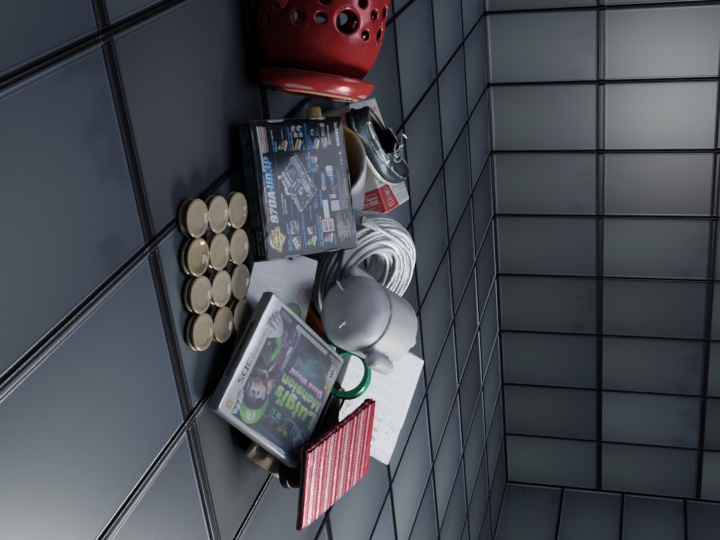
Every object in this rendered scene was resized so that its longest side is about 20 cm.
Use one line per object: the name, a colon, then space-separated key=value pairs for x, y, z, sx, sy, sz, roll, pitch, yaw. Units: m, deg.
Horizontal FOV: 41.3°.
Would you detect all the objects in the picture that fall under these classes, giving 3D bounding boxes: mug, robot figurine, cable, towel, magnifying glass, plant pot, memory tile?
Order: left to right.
memory tile: x=-0.193 y=-0.001 z=1.281 sx=0.153 sy=0.017 sz=0.202 roll=-24 pitch=115 yaw=-64
plant pot: x=-0.062 y=-0.351 z=1.418 sx=0.200 sy=0.198 sz=0.185 roll=-17 pitch=117 yaw=-72
magnifying glass: x=-0.052 y=0.125 z=1.553 sx=0.200 sy=0.079 sz=0.022 roll=53 pitch=1 yaw=33
mug: x=-0.049 y=-0.154 z=1.559 sx=0.153 sy=0.148 sz=0.188 roll=73 pitch=39 yaw=-65
towel: x=-0.037 y=0.295 z=1.477 sx=0.200 sy=0.022 sz=0.146 roll=-29 pitch=129 yaw=-54
cable: x=0.000 y=0.000 z=1.559 sx=0.199 sy=0.069 sz=0.201 roll=12 pitch=111 yaw=-48
robot figurine: x=0.013 y=0.076 z=1.463 sx=0.200 sy=0.112 sz=0.171 roll=30 pitch=38 yaw=-57

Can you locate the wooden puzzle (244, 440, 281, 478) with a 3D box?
wooden puzzle: x=-0.130 y=0.212 z=1.499 sx=0.185 sy=0.046 sz=0.202 roll=57 pitch=42 yaw=-61

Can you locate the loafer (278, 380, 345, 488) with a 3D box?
loafer: x=-0.061 y=0.267 z=1.524 sx=0.073 sy=0.071 sz=0.201 roll=77 pitch=32 yaw=-49

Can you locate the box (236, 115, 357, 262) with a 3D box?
box: x=-0.090 y=-0.121 z=1.394 sx=0.158 sy=0.046 sz=0.202 roll=-10 pitch=94 yaw=-33

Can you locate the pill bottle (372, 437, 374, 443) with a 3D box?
pill bottle: x=0.000 y=0.219 z=1.753 sx=0.114 sy=0.113 sz=0.202 roll=57 pitch=44 yaw=-62

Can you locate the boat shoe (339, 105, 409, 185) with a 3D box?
boat shoe: x=0.038 y=-0.214 z=1.622 sx=0.200 sy=0.061 sz=0.076 roll=45 pitch=37 yaw=-45

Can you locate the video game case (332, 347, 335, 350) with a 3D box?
video game case: x=-0.052 y=0.138 z=1.684 sx=0.182 sy=0.023 sz=0.202 roll=101 pitch=1 yaw=-57

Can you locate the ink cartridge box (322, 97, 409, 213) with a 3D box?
ink cartridge box: x=0.002 y=-0.200 z=1.715 sx=0.202 sy=0.083 sz=0.144 roll=70 pitch=23 yaw=-7

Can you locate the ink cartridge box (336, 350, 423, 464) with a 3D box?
ink cartridge box: x=0.016 y=0.214 z=1.671 sx=0.162 sy=0.050 sz=0.202 roll=33 pitch=70 yaw=-30

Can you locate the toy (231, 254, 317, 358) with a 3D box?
toy: x=-0.138 y=0.068 z=1.415 sx=0.115 sy=0.047 sz=0.202 roll=21 pitch=73 yaw=-40

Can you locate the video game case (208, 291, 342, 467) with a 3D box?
video game case: x=-0.115 y=0.160 z=1.376 sx=0.200 sy=0.023 sz=0.183 roll=48 pitch=59 yaw=-44
